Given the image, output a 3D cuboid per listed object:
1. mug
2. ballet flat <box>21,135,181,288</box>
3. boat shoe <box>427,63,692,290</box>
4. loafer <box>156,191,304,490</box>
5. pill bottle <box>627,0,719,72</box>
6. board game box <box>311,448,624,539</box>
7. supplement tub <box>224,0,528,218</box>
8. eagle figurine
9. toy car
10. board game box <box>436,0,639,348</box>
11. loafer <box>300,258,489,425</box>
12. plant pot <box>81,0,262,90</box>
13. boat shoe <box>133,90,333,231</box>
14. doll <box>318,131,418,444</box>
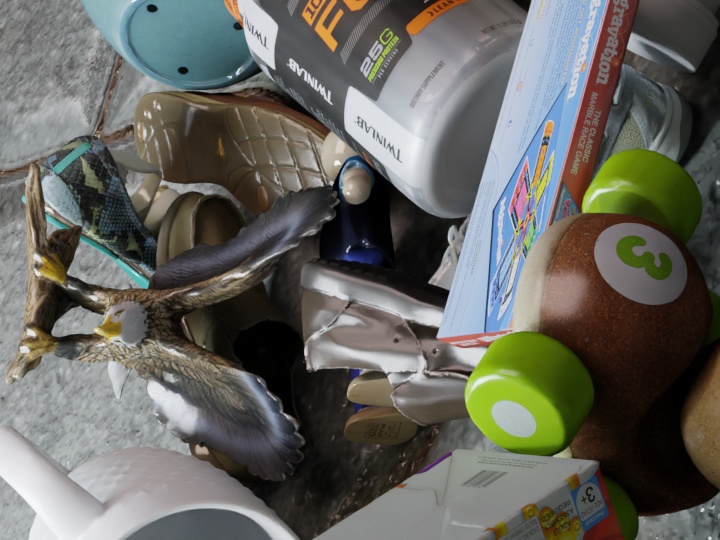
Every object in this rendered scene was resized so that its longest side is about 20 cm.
[{"bbox_3d":[-0.133,0.158,1.554,0.148,0.200,0.175,-48,24,-4],"label":"mug"},{"bbox_3d":[-0.138,-0.030,1.730,0.074,0.200,0.075,-6,71,18],"label":"ballet flat"},{"bbox_3d":[0.093,-0.033,1.502,0.202,0.065,0.075,-45,35,26],"label":"boat shoe"},{"bbox_3d":[-0.071,0.036,1.675,0.067,0.076,0.201,-27,61,28],"label":"loafer"},{"bbox_3d":[0.187,-0.211,1.462,0.113,0.112,0.201,26,88,58],"label":"pill bottle"},{"bbox_3d":[0.069,0.193,1.222,0.103,0.201,0.105,-29,16,-32],"label":"board game box"},{"bbox_3d":[0.017,-0.130,1.568,0.200,0.122,0.123,41,101,33],"label":"supplement tub"},{"bbox_3d":[-0.104,0.031,1.587,0.198,0.153,0.151,4,35,16],"label":"eagle figurine"},{"bbox_3d":[0.178,0.049,1.261,0.199,0.158,0.165,3,41,33],"label":"toy car"},{"bbox_3d":[0.091,-0.061,1.378,0.103,0.019,0.201,-12,60,70],"label":"board game box"},{"bbox_3d":[0.053,0.050,1.459,0.199,0.073,0.072,18,99,32],"label":"loafer"},{"bbox_3d":[-0.100,-0.195,1.758,0.200,0.200,0.135,-35,35,36],"label":"plant pot"},{"bbox_3d":[-0.056,-0.077,1.737,0.199,0.067,0.073,19,116,42],"label":"boat shoe"},{"bbox_3d":[0.000,0.000,1.591,0.137,0.048,0.201,96,169,-55],"label":"doll"}]
